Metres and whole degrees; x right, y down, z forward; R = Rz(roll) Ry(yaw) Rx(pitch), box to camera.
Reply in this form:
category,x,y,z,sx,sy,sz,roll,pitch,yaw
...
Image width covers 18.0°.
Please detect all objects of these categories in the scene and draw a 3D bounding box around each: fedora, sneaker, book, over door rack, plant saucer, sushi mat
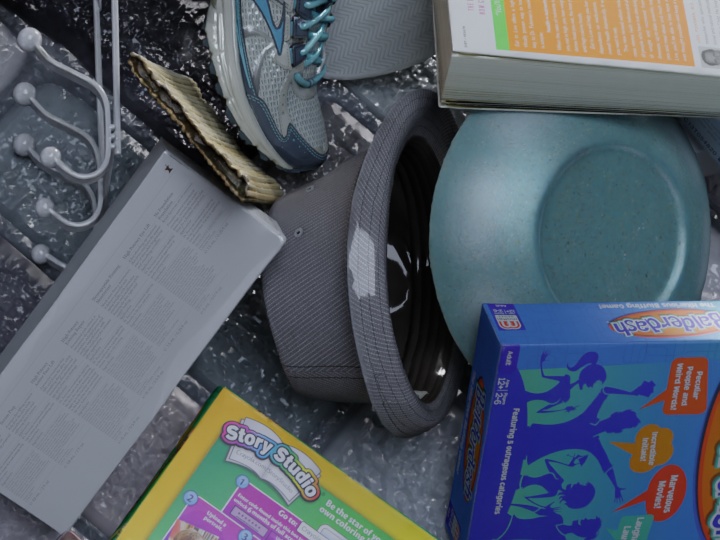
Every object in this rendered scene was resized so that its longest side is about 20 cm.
category,x,y,z,sx,sy,sz,roll,pitch,yaw
fedora,0.000,0.000,1.270,0.090,0.177,0.201,-4,48,19
sneaker,-0.045,-0.153,1.293,0.086,0.078,0.201,-12,104,19
book,0.141,-0.152,1.270,0.199,0.048,0.134,3,55,-7
over door rack,-0.154,-0.116,1.254,0.066,0.148,0.201,11,68,-6
plant saucer,0.131,-0.019,1.276,0.200,0.039,0.202,-1,92,-32
sushi mat,-0.081,-0.075,1.239,0.012,0.200,0.096,-41,89,3
sneaker,0.042,-0.193,1.375,0.199,0.116,0.074,-27,120,8

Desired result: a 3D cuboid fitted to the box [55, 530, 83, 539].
category,x,y,z,sx,sy,sz,roll,pitch,yaw
box,-0.149,0.256,1.106,0.166,0.200,0.164,43,68,2

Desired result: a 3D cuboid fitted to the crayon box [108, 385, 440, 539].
category,x,y,z,sx,sy,sz,roll,pitch,yaw
crayon box,-0.033,0.171,1.238,0.200,0.058,0.119,36,67,0

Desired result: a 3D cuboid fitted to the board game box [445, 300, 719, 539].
category,x,y,z,sx,sy,sz,roll,pitch,yaw
board game box,0.156,0.090,1.266,0.199,0.153,0.045,-2,32,-14

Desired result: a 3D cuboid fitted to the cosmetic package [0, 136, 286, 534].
category,x,y,z,sx,sy,sz,roll,pitch,yaw
cosmetic package,-0.132,0.034,1.211,0.082,0.051,0.200,36,96,-16

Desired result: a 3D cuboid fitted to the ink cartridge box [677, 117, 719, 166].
category,x,y,z,sx,sy,sz,roll,pitch,yaw
ink cartridge box,0.270,-0.140,1.348,0.200,0.041,0.200,-40,87,-22

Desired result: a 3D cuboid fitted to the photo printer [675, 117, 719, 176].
category,x,y,z,sx,sy,sz,roll,pitch,yaw
photo printer,0.215,-0.144,1.395,0.199,0.069,0.167,-16,77,-18
